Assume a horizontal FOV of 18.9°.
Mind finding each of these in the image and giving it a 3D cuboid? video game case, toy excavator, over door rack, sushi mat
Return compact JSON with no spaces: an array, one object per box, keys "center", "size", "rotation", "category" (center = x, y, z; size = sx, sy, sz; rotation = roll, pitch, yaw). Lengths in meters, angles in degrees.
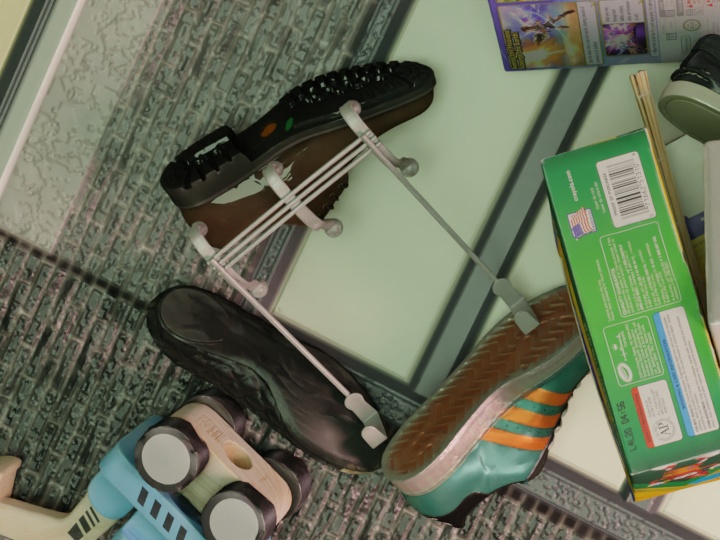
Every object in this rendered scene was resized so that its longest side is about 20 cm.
[{"center":[0.169,-0.195,1.368],"size":[0.180,0.200,0.046],"rotation":[-3,67,9],"category":"video game case"},{"center":[-0.166,0.167,1.530],"size":[0.194,0.100,0.200],"rotation":[44,111,3],"category":"toy excavator"},{"center":[0.000,0.000,1.462],"size":[0.148,0.067,0.200],"rotation":[-38,108,11],"category":"over door rack"},{"center":[0.206,-0.033,1.405],"size":[0.012,0.096,0.201],"rotation":[-16,95,8],"category":"sushi mat"}]

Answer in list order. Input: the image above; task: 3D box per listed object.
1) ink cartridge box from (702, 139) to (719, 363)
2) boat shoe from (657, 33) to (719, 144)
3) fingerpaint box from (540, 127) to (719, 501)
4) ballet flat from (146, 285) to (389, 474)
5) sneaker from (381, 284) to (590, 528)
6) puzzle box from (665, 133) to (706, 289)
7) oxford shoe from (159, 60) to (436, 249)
[{"center":[0.289,0.016,1.345],"size":[0.128,0.200,0.126],"rotation":[-5,62,15],"category":"ink cartridge box"},{"center":[0.290,-0.090,1.399],"size":[0.199,0.075,0.066],"rotation":[26,71,-2],"category":"boat shoe"},{"center":[0.173,0.034,1.353],"size":[0.073,0.167,0.201],"rotation":[-16,77,5],"category":"fingerpaint box"},{"center":[-0.062,0.075,1.524],"size":[0.200,0.057,0.067],"rotation":[36,74,-2],"category":"ballet flat"},{"center":[0.108,0.093,1.486],"size":[0.200,0.071,0.080],"rotation":[-42,124,1],"category":"sneaker"},{"center":[0.259,-0.040,1.457],"size":[0.199,0.025,0.134],"rotation":[-28,93,12],"category":"puzzle box"},{"center":[-0.031,-0.079,1.489],"size":[0.199,0.073,0.085],"rotation":[-27,118,9],"category":"oxford shoe"}]
